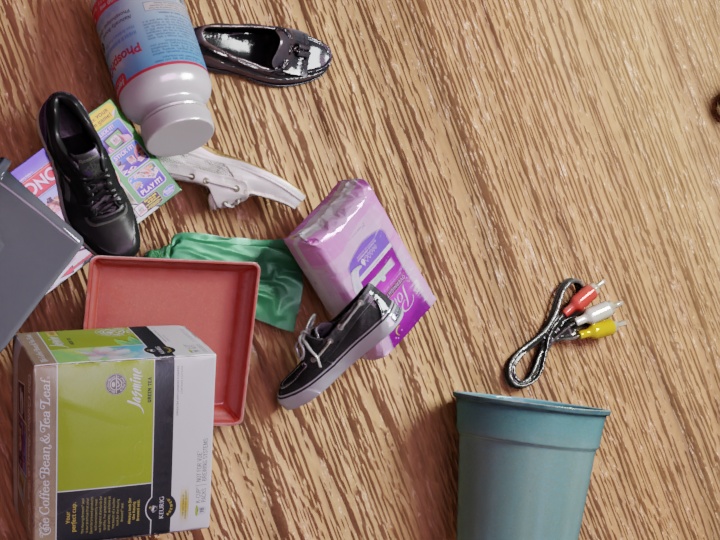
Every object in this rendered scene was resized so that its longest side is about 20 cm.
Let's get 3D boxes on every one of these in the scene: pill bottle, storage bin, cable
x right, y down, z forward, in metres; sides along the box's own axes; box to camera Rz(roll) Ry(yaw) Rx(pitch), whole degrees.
[{"bbox_3d":[-0.236,-0.238,1.474,0.108,0.109,0.201,-10,68,-26],"label":"pill bottle"},{"bbox_3d":[-0.395,-0.012,1.358,0.134,0.145,0.200,37,83,-18],"label":"storage bin"},{"bbox_3d":[0.268,0.078,1.716,0.200,0.050,0.097,-31,95,-27],"label":"cable"}]

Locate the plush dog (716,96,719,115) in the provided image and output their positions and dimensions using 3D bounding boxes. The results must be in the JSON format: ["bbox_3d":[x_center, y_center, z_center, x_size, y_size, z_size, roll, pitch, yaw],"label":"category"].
[{"bbox_3d":[0.656,-0.248,1.878,0.200,0.172,0.161,-32,96,-26],"label":"plush dog"}]

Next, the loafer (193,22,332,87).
[{"bbox_3d":[-0.122,-0.272,1.583,0.199,0.063,0.072,2,81,-24],"label":"loafer"}]

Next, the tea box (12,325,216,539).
[{"bbox_3d":[-0.269,0.174,1.376,0.196,0.134,0.201,-1,103,-25],"label":"tea box"}]

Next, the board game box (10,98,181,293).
[{"bbox_3d":[-0.325,-0.084,1.460,0.200,0.029,0.135,-40,100,-13],"label":"board game box"}]

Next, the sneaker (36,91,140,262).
[{"bbox_3d":[-0.303,-0.100,1.406,0.076,0.088,0.201,-27,96,-15],"label":"sneaker"}]

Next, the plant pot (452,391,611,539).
[{"bbox_3d":[0.203,0.260,1.592,0.199,0.200,0.197,8,87,-23],"label":"plant pot"}]

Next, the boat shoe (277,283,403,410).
[{"bbox_3d":[-0.041,0.089,1.510,0.068,0.199,0.074,43,31,-13],"label":"boat shoe"}]

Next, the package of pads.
[{"bbox_3d":[0.000,0.000,1.559,0.121,0.076,0.200,-47,123,-26],"label":"package of pads"}]

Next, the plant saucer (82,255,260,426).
[{"bbox_3d":[-0.224,0.080,1.466,0.199,0.037,0.201,2,103,-23],"label":"plant saucer"}]

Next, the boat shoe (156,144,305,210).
[{"bbox_3d":[-0.166,-0.105,1.536,0.199,0.071,0.070,20,86,-6],"label":"boat shoe"}]

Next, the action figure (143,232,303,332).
[{"bbox_3d":[-0.164,0.000,1.527,0.199,0.055,0.119,12,79,-27],"label":"action figure"}]
